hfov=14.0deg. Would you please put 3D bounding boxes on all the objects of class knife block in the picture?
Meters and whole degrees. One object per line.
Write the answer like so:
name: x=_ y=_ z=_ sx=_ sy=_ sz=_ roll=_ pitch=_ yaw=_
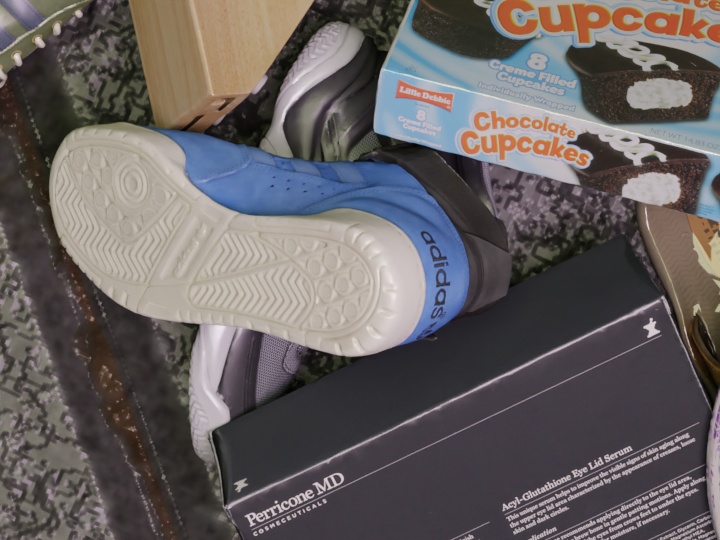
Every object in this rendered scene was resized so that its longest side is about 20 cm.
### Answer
knife block: x=-0.081 y=-0.182 z=1.243 sx=0.175 sy=0.064 sz=0.201 roll=37 pitch=63 yaw=-10

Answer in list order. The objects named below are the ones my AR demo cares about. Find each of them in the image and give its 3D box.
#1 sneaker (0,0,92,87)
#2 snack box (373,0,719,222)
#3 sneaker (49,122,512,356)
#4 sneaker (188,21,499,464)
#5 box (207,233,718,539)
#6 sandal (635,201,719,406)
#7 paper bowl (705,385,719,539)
sneaker: x=-0.172 y=-0.109 z=1.298 sx=0.199 sy=0.067 sz=0.090 roll=-8 pitch=102 yaw=-2
snack box: x=0.115 y=-0.079 z=1.214 sx=0.199 sy=0.116 sz=0.037 roll=14 pitch=131 yaw=7
sneaker: x=-0.029 y=-0.018 z=1.208 sx=0.199 sy=0.111 sz=0.077 roll=15 pitch=107 yaw=37
sneaker: x=0.000 y=0.000 z=1.269 sx=0.113 sy=0.075 sz=0.201 roll=19 pitch=86 yaw=7
box: x=0.056 y=0.096 z=1.237 sx=0.199 sy=0.079 sz=0.142 roll=-25 pitch=116 yaw=2
sandal: x=0.182 y=0.032 z=1.268 sx=0.080 sy=0.054 sz=0.201 roll=-29 pitch=86 yaw=2
paper bowl: x=0.250 y=0.078 z=1.193 sx=0.200 sy=0.104 sz=0.202 roll=-8 pitch=108 yaw=-26
